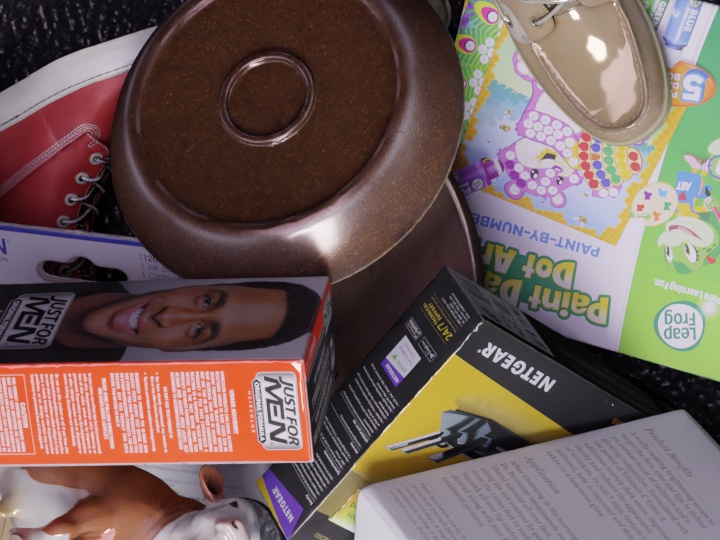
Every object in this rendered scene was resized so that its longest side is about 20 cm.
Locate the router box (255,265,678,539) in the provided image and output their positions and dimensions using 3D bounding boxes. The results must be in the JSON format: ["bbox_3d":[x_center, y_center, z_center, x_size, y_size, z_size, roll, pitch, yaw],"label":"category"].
[{"bbox_3d":[0.067,0.105,1.479,0.157,0.199,0.052,-49,41,14],"label":"router box"}]

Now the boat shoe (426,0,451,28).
[{"bbox_3d":[-0.028,-0.202,1.563,0.201,0.063,0.073,44,108,16],"label":"boat shoe"}]

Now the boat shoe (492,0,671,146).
[{"bbox_3d":[0.098,-0.156,1.475,0.072,0.065,0.201,-28,85,16],"label":"boat shoe"}]

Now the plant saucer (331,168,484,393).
[{"bbox_3d":[0.000,0.000,1.535,0.199,0.034,0.202,11,106,44],"label":"plant saucer"}]

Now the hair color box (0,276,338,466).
[{"bbox_3d":[-0.117,0.051,1.412,0.198,0.102,0.062,-1,114,7],"label":"hair color box"}]

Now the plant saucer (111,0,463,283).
[{"bbox_3d":[-0.045,-0.085,1.479,0.199,0.035,0.202,-6,66,14],"label":"plant saucer"}]

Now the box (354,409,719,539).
[{"bbox_3d":[0.101,0.178,1.435,0.106,0.199,0.153,50,141,45],"label":"box"}]

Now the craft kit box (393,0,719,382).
[{"bbox_3d":[0.136,-0.059,1.525,0.199,0.048,0.199,15,99,15],"label":"craft kit box"}]

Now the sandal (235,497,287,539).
[{"bbox_3d":[-0.061,0.219,1.451,0.075,0.045,0.202,-5,89,17],"label":"sandal"}]

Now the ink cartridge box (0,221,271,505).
[{"bbox_3d":[-0.141,0.057,1.570,0.196,0.047,0.201,7,119,17],"label":"ink cartridge box"}]

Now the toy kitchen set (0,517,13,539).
[{"bbox_3d":[-0.210,0.156,1.580,0.199,0.181,0.164,0,58,17],"label":"toy kitchen set"}]

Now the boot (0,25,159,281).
[{"bbox_3d":[-0.153,-0.048,1.596,0.199,0.072,0.145,-27,86,24],"label":"boot"}]

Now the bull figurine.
[{"bbox_3d":[-0.145,0.125,1.420,0.199,0.121,0.066,22,119,38],"label":"bull figurine"}]
